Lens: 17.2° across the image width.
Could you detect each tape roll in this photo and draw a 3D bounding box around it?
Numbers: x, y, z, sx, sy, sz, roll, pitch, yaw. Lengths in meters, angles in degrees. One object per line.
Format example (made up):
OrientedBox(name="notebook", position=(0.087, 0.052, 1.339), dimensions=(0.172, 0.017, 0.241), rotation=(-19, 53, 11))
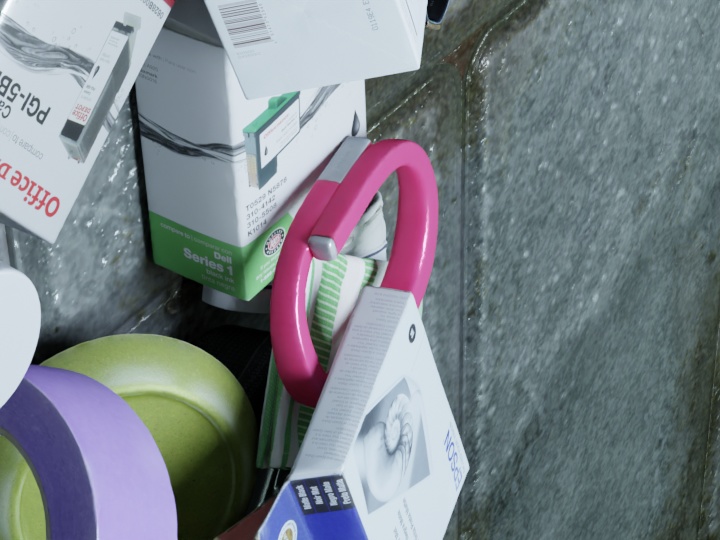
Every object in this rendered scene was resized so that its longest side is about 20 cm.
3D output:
OrientedBox(name="tape roll", position=(-0.208, 0.152, 1.354), dimensions=(0.085, 0.199, 0.201), rotation=(11, 101, -62))

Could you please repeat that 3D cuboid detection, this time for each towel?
OrientedBox(name="towel", position=(-0.009, 0.066, 1.622), dimensions=(0.200, 0.023, 0.154), rotation=(11, 86, -64))

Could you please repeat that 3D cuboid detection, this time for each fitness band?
OrientedBox(name="fitness band", position=(0.000, 0.000, 1.558), dimensions=(0.200, 0.037, 0.144), rotation=(-57, 145, -41))

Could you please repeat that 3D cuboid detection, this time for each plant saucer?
OrientedBox(name="plant saucer", position=(-0.152, 0.138, 1.513), dimensions=(0.199, 0.031, 0.202), rotation=(-10, 116, -21))

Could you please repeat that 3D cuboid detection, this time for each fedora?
OrientedBox(name="fedora", position=(-0.088, 0.112, 1.649), dimensions=(0.200, 0.091, 0.202), rotation=(-40, 142, -41))

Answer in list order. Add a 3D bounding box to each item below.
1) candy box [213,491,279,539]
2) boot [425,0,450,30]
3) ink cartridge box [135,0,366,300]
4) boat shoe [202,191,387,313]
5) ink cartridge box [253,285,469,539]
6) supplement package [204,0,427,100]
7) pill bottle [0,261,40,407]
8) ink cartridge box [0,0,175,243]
OrientedBox(name="candy box", position=(-0.101, 0.239, 1.556), dimensions=(0.200, 0.055, 0.115), rotation=(-52, 170, 26))
OrientedBox(name="boot", position=(0.035, -0.258, 1.582), dimensions=(0.075, 0.096, 0.201), rotation=(-12, 121, -57))
OrientedBox(name="ink cartridge box", position=(-0.068, -0.107, 1.528), dimensions=(0.146, 0.084, 0.201), rotation=(-43, 145, -38))
OrientedBox(name="boat shoe", position=(-0.041, -0.018, 1.661), dimensions=(0.199, 0.072, 0.066), rotation=(-17, 116, -52))
OrientedBox(name="ink cartridge box", position=(0.008, 0.148, 1.533), dimensions=(0.200, 0.040, 0.201), rotation=(70, 35, -48))
OrientedBox(name="supplement package", position=(-0.022, -0.213, 1.398), dimensions=(0.201, 0.109, 0.114), rotation=(-82, 158, -46))
OrientedBox(name="pill bottle", position=(-0.256, 0.002, 1.157), dimensions=(0.111, 0.199, 0.112), rotation=(-39, 142, -40))
OrientedBox(name="ink cartridge box", position=(-0.186, -0.134, 1.302), dimensions=(0.201, 0.082, 0.147), rotation=(-64, 153, -6))
